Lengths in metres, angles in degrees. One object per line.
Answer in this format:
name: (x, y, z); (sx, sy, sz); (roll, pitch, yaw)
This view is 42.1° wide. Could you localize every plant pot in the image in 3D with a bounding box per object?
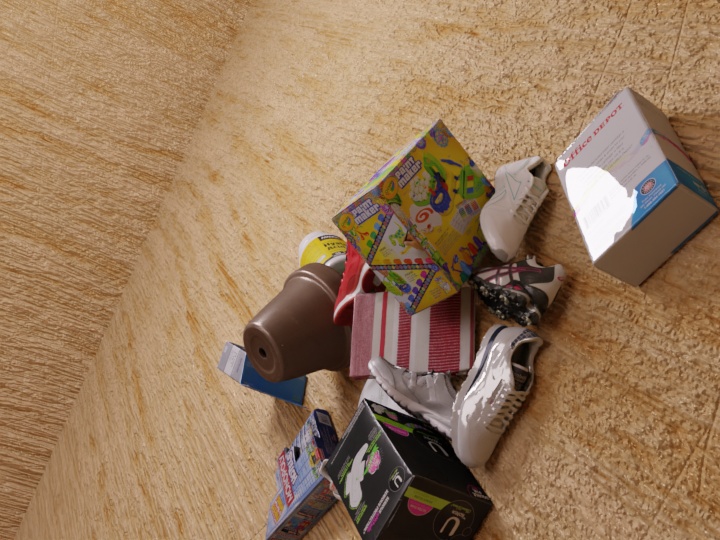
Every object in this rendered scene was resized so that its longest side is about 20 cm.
plant pot: (-0.112, 0.112, 1.669); (0.199, 0.173, 0.204); (30, 134, 36)

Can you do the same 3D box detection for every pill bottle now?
pill bottle: (-0.058, -0.006, 1.823); (0.113, 0.110, 0.200); (-62, 27, 9)

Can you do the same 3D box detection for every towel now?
towel: (0.081, 0.096, 1.443); (0.196, 0.023, 0.147); (-5, 61, 16)

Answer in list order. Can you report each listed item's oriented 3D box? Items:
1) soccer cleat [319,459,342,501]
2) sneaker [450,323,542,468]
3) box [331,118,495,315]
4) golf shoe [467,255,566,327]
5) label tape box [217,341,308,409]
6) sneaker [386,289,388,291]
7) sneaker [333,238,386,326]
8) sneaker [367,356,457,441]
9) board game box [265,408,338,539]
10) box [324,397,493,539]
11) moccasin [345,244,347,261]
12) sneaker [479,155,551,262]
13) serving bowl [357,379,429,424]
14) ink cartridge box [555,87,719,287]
soccer cleat: (-0.002, 0.349, 1.464); (0.070, 0.084, 0.200); (-65, 26, 2)
sneaker: (0.185, 0.172, 1.266); (0.080, 0.076, 0.204); (9, 79, 54)
box: (0.098, -0.081, 1.408); (0.121, 0.193, 0.200); (-29, 14, 51)
golf shoe: (0.220, 0.023, 1.333); (0.088, 0.078, 0.200); (-42, 21, -10)
label tape box: (-0.188, 0.207, 1.866); (0.199, 0.141, 0.067); (10, 78, 64)
sneaker: (0.036, -0.029, 1.702); (0.083, 0.073, 0.203); (-35, 41, 41)
sneaker: (0.000, 0.000, 1.557); (0.201, 0.077, 0.117); (-54, 42, 46)
sneaker: (0.100, 0.176, 1.360); (0.198, 0.075, 0.083); (32, 80, 22)
board game box: (-0.108, 0.380, 1.671); (0.202, 0.061, 0.201); (-58, 27, 18)
box: (0.063, 0.298, 1.304); (0.126, 0.147, 0.200); (-60, 28, 11)
moccasin: (0.038, -0.060, 1.597); (0.201, 0.079, 0.069); (123, 157, -44)
sneaker: (0.228, -0.099, 1.363); (0.080, 0.070, 0.202); (-26, 32, 40)
serving bowl: (0.049, 0.217, 1.494); (0.200, 0.065, 0.203); (-45, 34, 40)
ink cartridge box: (0.338, -0.107, 1.170); (0.145, 0.084, 0.202); (-49, 33, 33)
